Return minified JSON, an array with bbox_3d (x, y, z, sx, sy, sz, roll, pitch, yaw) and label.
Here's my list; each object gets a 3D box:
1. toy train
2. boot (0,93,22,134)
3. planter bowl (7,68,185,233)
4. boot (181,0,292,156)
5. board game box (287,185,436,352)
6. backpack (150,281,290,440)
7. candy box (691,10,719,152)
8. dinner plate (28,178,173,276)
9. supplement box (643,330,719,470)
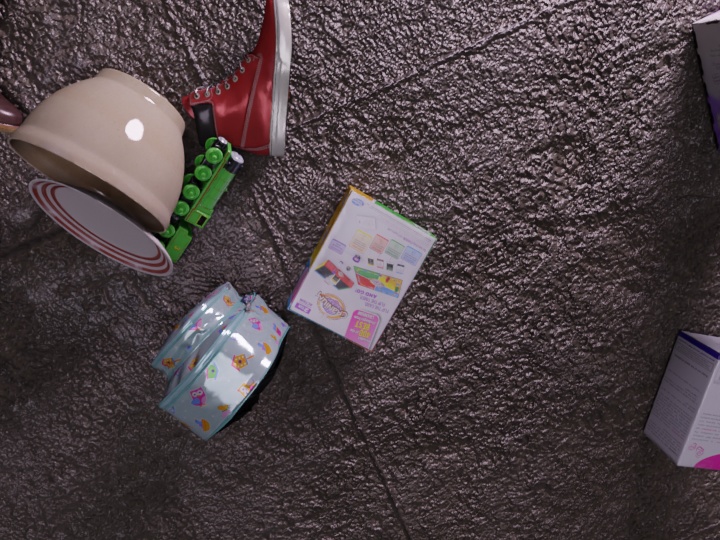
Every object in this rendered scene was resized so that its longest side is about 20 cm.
[{"bbox_3d":[-0.226,-0.093,0.772,0.056,0.042,0.201,26,116,-32],"label":"toy train"},{"bbox_3d":[-0.475,-0.286,0.686,0.199,0.073,0.167,37,101,-12],"label":"boot"},{"bbox_3d":[-0.301,-0.156,0.701,0.198,0.200,0.137,29,74,-14],"label":"planter bowl"},{"bbox_3d":[-0.161,-0.259,0.738,0.141,0.073,0.205,6,109,-7],"label":"boot"},{"bbox_3d":[0.000,0.000,0.848,0.151,0.040,0.203,28,101,-14],"label":"board game box"},{"bbox_3d":[-0.193,0.123,0.777,0.176,0.200,0.153,-45,106,8],"label":"backpack"},{"bbox_3d":[0.558,-0.262,0.773,0.070,0.168,0.203,-24,108,1],"label":"candy box"},{"bbox_3d":[-0.329,-0.057,0.732,0.198,0.200,0.025,30,64,-14],"label":"dinner plate"},{"bbox_3d":[0.579,0.219,0.954,0.099,0.104,0.205,9,104,-11],"label":"supplement box"}]
